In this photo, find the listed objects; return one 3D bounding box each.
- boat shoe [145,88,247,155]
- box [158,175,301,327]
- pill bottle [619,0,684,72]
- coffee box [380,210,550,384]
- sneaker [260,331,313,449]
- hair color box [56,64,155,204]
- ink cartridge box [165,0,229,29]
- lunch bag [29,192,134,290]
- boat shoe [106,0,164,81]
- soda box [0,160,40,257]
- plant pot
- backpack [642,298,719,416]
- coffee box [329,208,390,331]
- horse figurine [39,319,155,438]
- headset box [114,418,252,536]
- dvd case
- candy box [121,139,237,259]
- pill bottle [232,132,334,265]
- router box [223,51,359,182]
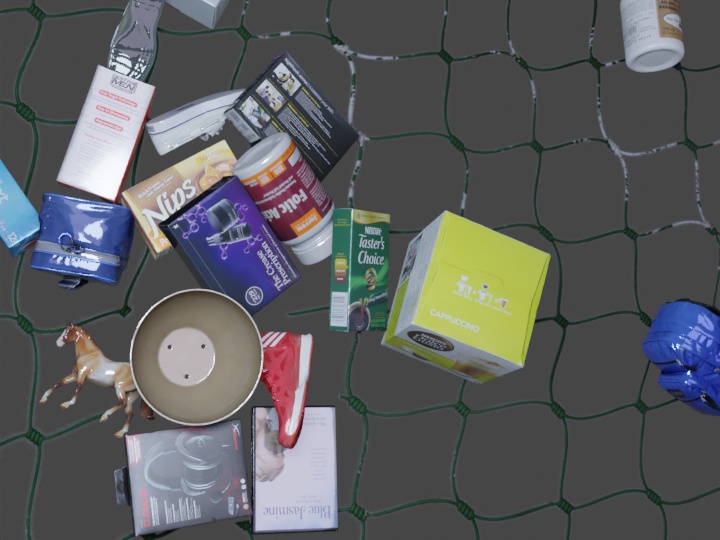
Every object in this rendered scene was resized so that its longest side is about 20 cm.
[{"bbox_3d":[-0.269,-0.256,1.533,0.199,0.072,0.066,-31,116,-33],"label":"boat shoe"},{"bbox_3d":[-0.210,-0.031,1.452,0.141,0.079,0.201,-38,108,-16],"label":"box"},{"bbox_3d":[0.582,-0.513,1.797,0.113,0.114,0.203,2,76,-14],"label":"pill bottle"},{"bbox_3d":[0.172,0.051,1.502,0.198,0.198,0.202,21,72,-8],"label":"coffee box"},{"bbox_3d":[-0.142,0.189,1.447,0.114,0.079,0.202,8,51,-2],"label":"sneaker"},{"bbox_3d":[-0.415,-0.220,1.468,0.100,0.061,0.202,20,84,-10],"label":"hair color box"},{"bbox_3d":[-0.279,-0.561,1.596,0.144,0.083,0.202,27,72,-6],"label":"ink cartridge box"},{"bbox_3d":[-0.421,-0.035,1.361,0.134,0.200,0.134,10,87,-10],"label":"lunch bag"},{"bbox_3d":[-0.387,-0.399,1.537,0.074,0.065,0.205,13,88,-21],"label":"boat shoe"},{"bbox_3d":[-0.579,-0.125,1.417,0.068,0.064,0.201,-34,87,-20],"label":"soda box"},{"bbox_3d":[-0.263,0.135,1.392,0.198,0.134,0.203,2,84,-19],"label":"plant pot"},{"bbox_3d":[0.614,0.154,1.614,0.199,0.162,0.169,35,74,-5],"label":"backpack"},{"bbox_3d":[0.000,0.000,1.494,0.122,0.044,0.203,5,86,-56],"label":"coffee box"},{"bbox_3d":[-0.397,0.175,1.390,0.198,0.050,0.133,22,51,0],"label":"horse figurine"},{"bbox_3d":[-0.276,0.318,1.380,0.197,0.077,0.151,-5,78,-18],"label":"headset box"},{"bbox_3d":[-0.108,0.321,1.454,0.141,0.018,0.203,2,76,-15],"label":"dvd case"},{"bbox_3d":[-0.285,-0.119,1.498,0.199,0.055,0.116,-31,86,-20],"label":"candy box"},{"bbox_3d":[-0.113,-0.116,1.483,0.114,0.114,0.201,-44,115,-20],"label":"pill bottle"},{"bbox_3d":[-0.116,-0.251,1.551,0.200,0.051,0.150,47,68,-19],"label":"router box"}]
